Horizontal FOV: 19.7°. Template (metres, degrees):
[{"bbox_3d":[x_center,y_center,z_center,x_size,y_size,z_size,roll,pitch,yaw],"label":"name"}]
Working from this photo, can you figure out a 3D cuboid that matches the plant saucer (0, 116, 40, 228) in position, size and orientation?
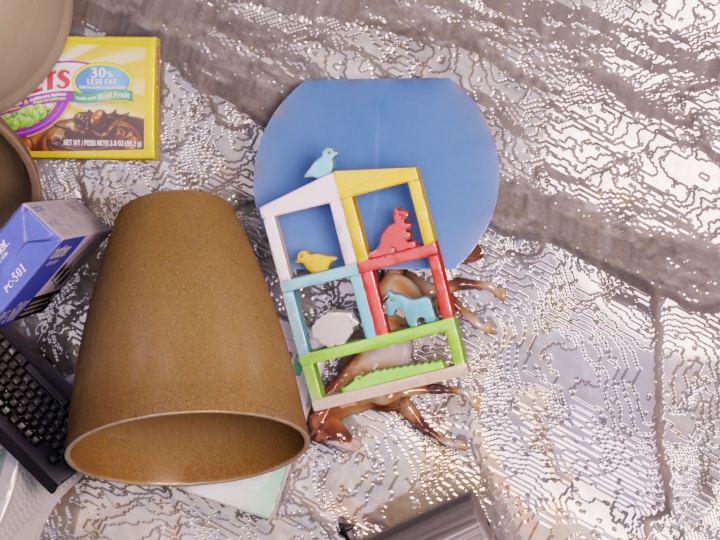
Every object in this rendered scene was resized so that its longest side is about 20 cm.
[{"bbox_3d":[-0.352,-0.086,1.661,0.199,0.200,0.030,7,49,3],"label":"plant saucer"}]

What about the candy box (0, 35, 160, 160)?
[{"bbox_3d":[-0.265,-0.143,1.709,0.199,0.026,0.103,1,89,4],"label":"candy box"}]

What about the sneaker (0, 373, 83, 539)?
[{"bbox_3d":[-0.293,0.169,1.696,0.074,0.118,0.201,42,65,-35],"label":"sneaker"}]

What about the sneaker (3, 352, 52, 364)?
[{"bbox_3d":[-0.356,0.077,1.703,0.200,0.075,0.079,22,97,4],"label":"sneaker"}]

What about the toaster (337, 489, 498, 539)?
[{"bbox_3d":[0.072,0.274,1.631,0.118,0.181,0.200,-27,92,2],"label":"toaster"}]

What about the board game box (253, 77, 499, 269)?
[{"bbox_3d":[0.014,-0.075,1.686,0.199,0.039,0.159,0,78,7],"label":"board game box"}]

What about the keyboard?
[{"bbox_3d":[-0.300,0.097,1.637,0.200,0.021,0.127,43,56,12],"label":"keyboard"}]

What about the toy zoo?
[{"bbox_3d":[0.000,0.000,1.641,0.131,0.020,0.201,-13,94,9],"label":"toy zoo"}]

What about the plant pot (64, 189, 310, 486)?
[{"bbox_3d":[-0.140,0.046,1.610,0.186,0.186,0.201,-7,69,4],"label":"plant pot"}]

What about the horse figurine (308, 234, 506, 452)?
[{"bbox_3d":[0.042,0.060,1.686,0.132,0.050,0.201,14,94,2],"label":"horse figurine"}]

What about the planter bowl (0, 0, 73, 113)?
[{"bbox_3d":[-0.338,-0.226,1.639,0.200,0.135,0.201,0,83,3],"label":"planter bowl"}]

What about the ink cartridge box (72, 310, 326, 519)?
[{"bbox_3d":[-0.139,0.095,1.702,0.199,0.050,0.161,18,93,1],"label":"ink cartridge box"}]

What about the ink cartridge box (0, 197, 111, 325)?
[{"bbox_3d":[-0.257,-0.008,1.627,0.044,0.200,0.094,41,94,1],"label":"ink cartridge box"}]
